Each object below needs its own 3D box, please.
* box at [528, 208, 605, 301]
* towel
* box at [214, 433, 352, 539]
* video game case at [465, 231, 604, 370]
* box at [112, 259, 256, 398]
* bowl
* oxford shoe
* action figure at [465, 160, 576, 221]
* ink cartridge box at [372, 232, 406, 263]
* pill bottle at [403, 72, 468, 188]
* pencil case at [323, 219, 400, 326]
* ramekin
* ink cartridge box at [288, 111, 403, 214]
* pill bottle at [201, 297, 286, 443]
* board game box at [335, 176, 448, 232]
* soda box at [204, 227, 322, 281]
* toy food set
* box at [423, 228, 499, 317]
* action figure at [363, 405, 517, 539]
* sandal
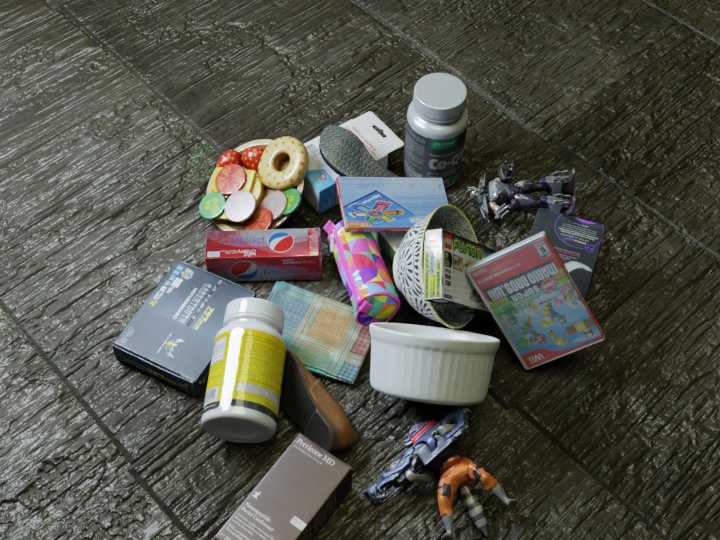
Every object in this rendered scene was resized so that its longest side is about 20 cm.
[{"bbox_3d":[0.326,0.014,1.617,0.121,0.107,0.201,16,54,13],"label":"box"},{"bbox_3d":[-0.077,0.101,1.595,0.198,0.022,0.147,18,55,12],"label":"towel"},{"bbox_3d":[-0.106,0.344,1.375,0.100,0.075,0.200,28,55,20],"label":"box"},{"bbox_3d":[0.273,0.051,1.510,0.142,0.201,0.017,-25,17,27],"label":"video game case"},{"bbox_3d":[-0.283,0.091,1.578,0.156,0.051,0.201,23,55,14],"label":"box"},{"bbox_3d":[0.115,-0.002,1.590,0.093,0.201,0.202,-7,44,35],"label":"bowl"},{"bbox_3d":[-0.074,0.203,1.500,0.071,0.072,0.201,2,42,-43],"label":"oxford shoe"},{"bbox_3d":[0.291,-0.143,1.763,0.197,0.070,0.131,1,57,3],"label":"action figure"},{"bbox_3d":[0.119,-0.048,1.698,0.144,0.048,0.200,-25,55,-19],"label":"ink cartridge box"},{"bbox_3d":[0.137,-0.252,1.757,0.112,0.201,0.114,0,52,-1],"label":"pill bottle"},{"bbox_3d":[0.000,0.000,1.625,0.087,0.089,0.201,-14,47,-12],"label":"pencil case"},{"bbox_3d":[0.106,0.140,1.461,0.198,0.200,0.099,7,91,4],"label":"ramekin"},{"bbox_3d":[-0.028,-0.204,1.800,0.199,0.068,0.116,-30,60,-22],"label":"ink cartridge box"},{"bbox_3d":[-0.174,0.151,1.481,0.113,0.115,0.202,4,60,2],"label":"pill bottle"},{"bbox_3d":[0.060,-0.114,1.671,0.198,0.019,0.104,-1,61,-20],"label":"board game box"},{"bbox_3d":[-0.165,-0.026,1.658,0.197,0.070,0.064,-1,51,-2],"label":"soda box"},{"bbox_3d":[-0.190,-0.149,1.727,0.198,0.049,0.200,6,71,21],"label":"toy food set"},{"bbox_3d":[0.168,0.008,1.553,0.034,0.199,0.111,-6,76,35],"label":"box"},{"bbox_3d":[0.112,0.307,1.418,0.199,0.105,0.194,-35,49,7],"label":"action figure"},{"bbox_3d":[0.001,-0.176,1.723,0.200,0.043,0.076,43,69,2],"label":"sandal"}]
